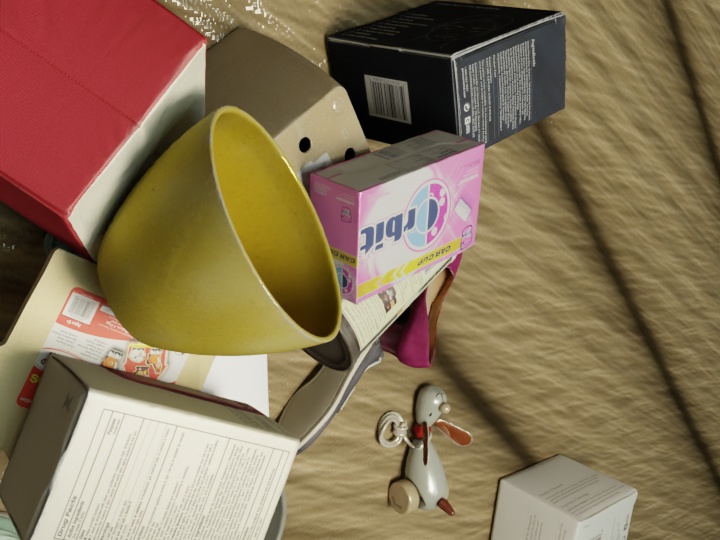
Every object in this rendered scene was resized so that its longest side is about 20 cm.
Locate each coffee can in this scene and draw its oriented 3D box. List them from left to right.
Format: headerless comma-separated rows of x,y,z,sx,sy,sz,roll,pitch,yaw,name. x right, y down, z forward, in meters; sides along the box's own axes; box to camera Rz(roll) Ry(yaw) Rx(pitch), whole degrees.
0.000,0.000,1.041,0.200,0.146,0.147,-44,131,-26,coffee can

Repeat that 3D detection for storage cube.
-0.240,-0.135,0.677,0.180,0.200,0.171,35,76,-4,storage cube

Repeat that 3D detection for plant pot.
-0.123,-0.011,0.701,0.142,0.200,0.200,-23,133,15,plant pot
-0.095,-0.107,0.886,0.200,0.177,0.200,-45,131,-25,plant pot

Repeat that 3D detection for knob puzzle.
-0.232,0.103,0.759,0.219,0.030,0.220,-9,106,-33,knob puzzle

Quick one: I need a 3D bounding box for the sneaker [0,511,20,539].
-0.367,0.257,0.785,0.200,0.118,0.074,24,88,-45,sneaker

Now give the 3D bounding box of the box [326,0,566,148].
0.102,-0.231,1.022,0.196,0.200,0.124,-30,126,-34,box

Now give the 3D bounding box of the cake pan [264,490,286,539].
-0.177,0.316,1.055,0.200,0.037,0.201,-17,116,-40,cake pan

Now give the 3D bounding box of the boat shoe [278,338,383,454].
-0.033,0.162,1.121,0.200,0.073,0.063,-55,132,-22,boat shoe

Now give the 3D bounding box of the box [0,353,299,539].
-0.174,0.163,0.727,0.200,0.109,0.128,23,88,-35,box

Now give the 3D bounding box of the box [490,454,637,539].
0.353,0.466,1.543,0.200,0.171,0.199,-8,110,-44,box

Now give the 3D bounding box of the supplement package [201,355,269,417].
-0.204,0.119,0.871,0.200,0.111,0.156,-7,100,-35,supplement package

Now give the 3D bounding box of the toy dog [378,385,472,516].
0.109,0.282,1.286,0.132,0.096,0.200,-30,124,-35,toy dog

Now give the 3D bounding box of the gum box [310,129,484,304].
0.042,-0.060,0.863,0.200,0.066,0.114,-25,128,-41,gum box

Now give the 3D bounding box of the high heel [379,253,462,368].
0.110,0.046,1.203,0.067,0.096,0.200,44,73,-44,high heel

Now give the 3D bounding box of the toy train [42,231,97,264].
-0.202,-0.032,0.812,0.200,0.085,0.114,29,106,-5,toy train
